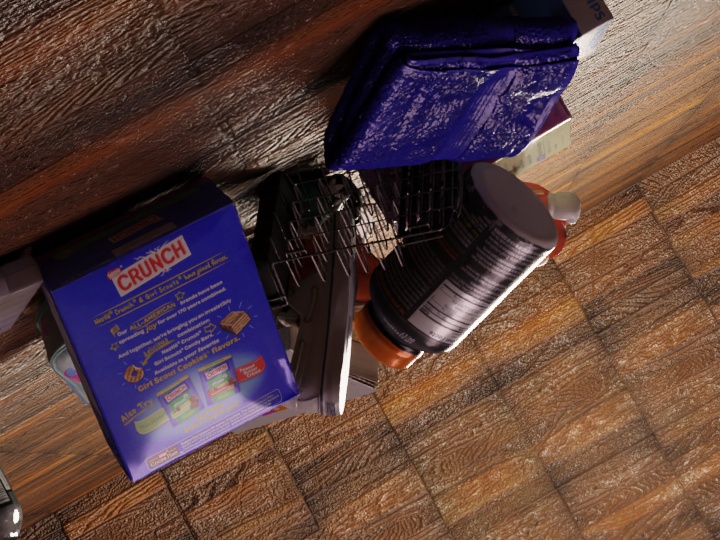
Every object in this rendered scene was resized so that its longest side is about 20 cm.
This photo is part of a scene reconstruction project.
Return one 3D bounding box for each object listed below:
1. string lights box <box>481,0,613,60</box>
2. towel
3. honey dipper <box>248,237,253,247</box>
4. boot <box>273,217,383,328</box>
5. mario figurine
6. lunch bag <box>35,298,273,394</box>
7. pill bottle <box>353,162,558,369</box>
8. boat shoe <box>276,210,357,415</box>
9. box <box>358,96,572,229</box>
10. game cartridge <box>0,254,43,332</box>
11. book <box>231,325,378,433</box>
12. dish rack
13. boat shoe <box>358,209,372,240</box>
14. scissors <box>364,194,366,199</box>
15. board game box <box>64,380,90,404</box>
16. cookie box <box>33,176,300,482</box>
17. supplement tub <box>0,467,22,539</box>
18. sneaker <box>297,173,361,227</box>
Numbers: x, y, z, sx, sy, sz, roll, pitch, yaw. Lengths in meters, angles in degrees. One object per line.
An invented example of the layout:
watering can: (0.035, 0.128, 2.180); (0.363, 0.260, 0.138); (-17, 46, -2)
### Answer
string lights box: (0.113, -0.182, 1.367); (0.199, 0.059, 0.103); (-29, 172, -5)
towel: (0.077, -0.137, 1.262); (0.199, 0.050, 0.148); (-7, 139, -34)
honey dipper: (-0.172, 0.007, 1.653); (0.199, 0.038, 0.038); (-22, 170, -32)
boot: (0.000, 0.000, 1.549); (0.199, 0.108, 0.075); (0, 172, -37)
mario figurine: (0.147, -0.030, 1.573); (0.123, 0.107, 0.200); (10, -167, 40)
lunch bag: (-0.191, 0.038, 1.459); (0.200, 0.077, 0.160); (-33, 142, 9)
pill bottle: (0.079, 0.003, 1.442); (0.200, 0.106, 0.106); (-46, 166, 27)
boat shoe: (-0.042, 0.036, 1.447); (0.069, 0.201, 0.071); (3, 159, 6)
box: (0.100, -0.127, 1.547); (0.200, 0.097, 0.176); (-31, 173, 5)
game cartridge: (-0.355, 0.051, 1.240); (0.200, 0.038, 0.130); (-25, 168, -32)
book: (-0.100, 0.108, 1.567); (0.200, 0.048, 0.133); (-22, 150, 36)
dish rack: (-0.002, -0.049, 1.404); (0.199, 0.055, 0.154); (-12, -141, 13)
boat shoe: (-0.061, -0.028, 1.831); (0.200, 0.073, 0.062); (-42, -150, 32)
scissors: (0.056, -0.120, 1.755); (0.073, 0.014, 0.200); (-28, 171, -27)
board game box: (-0.211, 0.103, 1.648); (0.199, 0.034, 0.135); (0, 156, 7)
cookie box: (-0.162, 0.049, 1.329); (0.171, 0.201, 0.075); (-27, -149, -17)
supplement tub: (-0.390, 0.197, 1.439); (0.122, 0.201, 0.123); (-28, 173, -4)
sneaker: (-0.031, -0.054, 1.636); (0.080, 0.072, 0.200); (-25, 172, 2)
